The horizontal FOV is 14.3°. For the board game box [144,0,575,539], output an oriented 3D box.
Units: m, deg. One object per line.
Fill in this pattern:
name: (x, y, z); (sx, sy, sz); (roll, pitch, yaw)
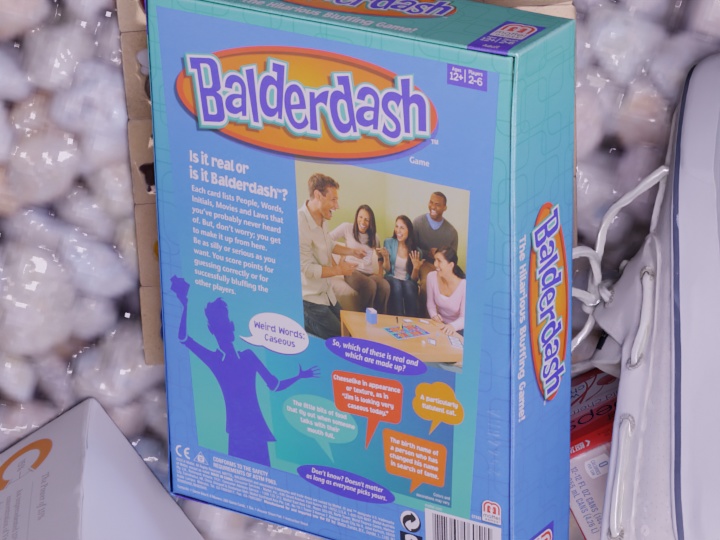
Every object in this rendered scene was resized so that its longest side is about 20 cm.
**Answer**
board game box: (0.000, 0.000, 1.007); (0.151, 0.045, 0.201); (14, 118, 30)

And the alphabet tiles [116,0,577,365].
alphabet tiles: (-0.002, -0.031, 1.063); (0.166, 0.008, 0.201); (-4, 114, -2)

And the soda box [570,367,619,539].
soda box: (0.138, 0.128, 1.110); (0.070, 0.063, 0.201); (-25, 112, 7)

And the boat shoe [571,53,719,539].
boat shoe: (0.107, 0.021, 1.026); (0.086, 0.203, 0.074); (-8, 159, 32)

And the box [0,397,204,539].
box: (-0.155, 0.159, 1.071); (0.199, 0.125, 0.098); (-32, 112, 11)
